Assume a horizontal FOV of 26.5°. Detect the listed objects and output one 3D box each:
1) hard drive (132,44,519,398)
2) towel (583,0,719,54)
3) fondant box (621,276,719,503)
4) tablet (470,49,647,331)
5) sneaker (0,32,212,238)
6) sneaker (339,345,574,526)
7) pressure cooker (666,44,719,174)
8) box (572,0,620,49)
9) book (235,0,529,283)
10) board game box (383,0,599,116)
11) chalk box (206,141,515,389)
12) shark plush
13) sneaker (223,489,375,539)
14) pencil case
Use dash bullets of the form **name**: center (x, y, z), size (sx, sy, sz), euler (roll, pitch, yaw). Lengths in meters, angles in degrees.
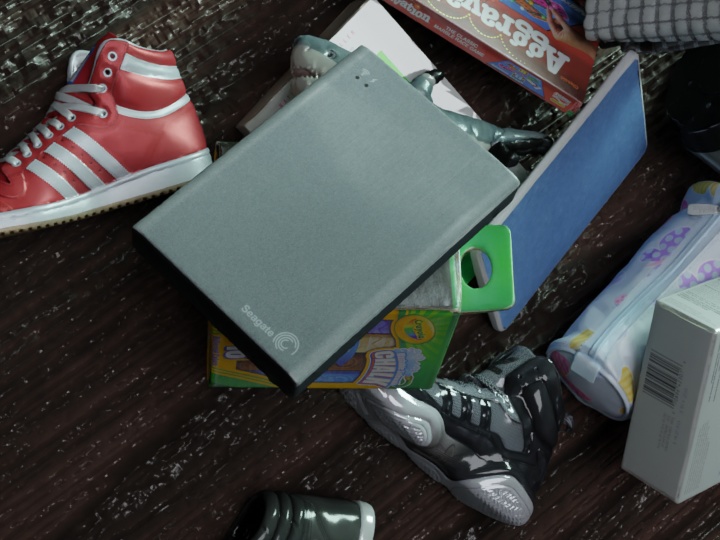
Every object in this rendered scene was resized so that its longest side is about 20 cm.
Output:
- **hard drive**: center (-0.020, -0.034, 0.933), size (0.140, 0.033, 0.200), euler (42, 65, 14)
- **towel**: center (0.255, -0.255, 1.100), size (0.085, 0.165, 0.201), euler (11, 80, -57)
- **fondant box**: center (0.291, 0.074, 1.152), size (0.200, 0.058, 0.145), euler (-15, 123, -39)
- **tablet**: center (0.151, -0.057, 1.134), size (0.200, 0.014, 0.130), euler (-50, 151, -16)
- **sneaker**: center (-0.198, -0.088, 0.995), size (0.200, 0.071, 0.113), euler (-19, 101, -30)
- **sneaker**: center (0.073, 0.089, 1.110), size (0.200, 0.075, 0.114), euler (43, 73, -23)
- **pressure cooker**: center (0.362, -0.121, 1.184), size (0.200, 0.179, 0.176), euler (35, 97, -19)
- **box**: center (0.195, -0.294, 1.188), size (0.143, 0.036, 0.200), euler (38, 74, -18)
- **book**: center (0.024, -0.078, 1.109), size (0.200, 0.048, 0.134), euler (46, 79, -17)
- **board game box**: center (0.085, -0.200, 1.109), size (0.200, 0.019, 0.103), euler (30, 52, -12)
- **chalk box**: center (0.000, 0.000, 1.007), size (0.199, 0.124, 0.125), euler (2, 62, -7)
- **shark plush**: center (0.048, -0.111, 1.058), size (0.199, 0.091, 0.084), euler (4, 64, -12)
- **sneaker**: center (-0.064, 0.243, 1.052), size (0.099, 0.071, 0.201), euler (22, 75, -20)
- **pencil case**: center (0.231, 0.021, 1.166), size (0.083, 0.091, 0.200), euler (42, 75, 9)
